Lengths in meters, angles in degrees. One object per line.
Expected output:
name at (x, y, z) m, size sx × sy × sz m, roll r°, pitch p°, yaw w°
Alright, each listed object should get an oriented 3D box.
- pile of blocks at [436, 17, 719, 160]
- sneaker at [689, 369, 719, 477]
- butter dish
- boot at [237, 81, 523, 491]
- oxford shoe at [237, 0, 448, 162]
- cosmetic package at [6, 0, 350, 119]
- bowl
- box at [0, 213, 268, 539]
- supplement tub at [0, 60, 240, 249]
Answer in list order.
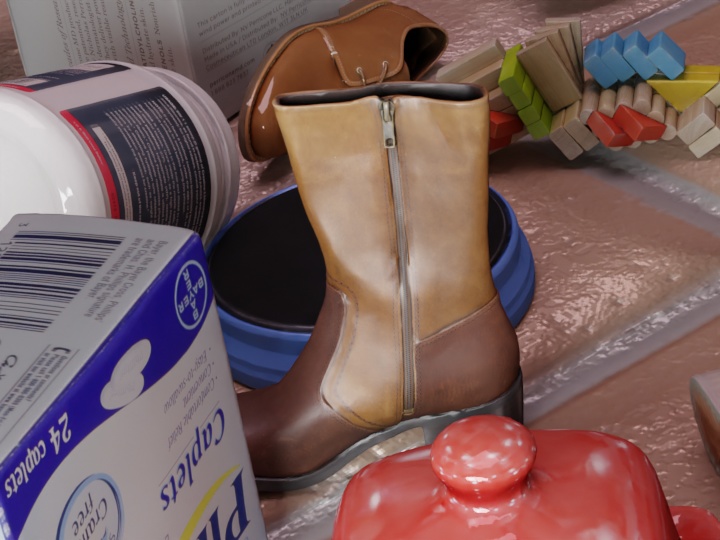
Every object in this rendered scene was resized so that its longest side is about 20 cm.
pile of blocks at (0.143, -0.107, 1.272) m, size 0.198 × 0.083 × 0.062 m, roll -3°, pitch 31°, yaw 13°
sneaker at (0.216, 0.093, 0.927) m, size 0.079 × 0.072 × 0.200 m, roll -18°, pitch 30°, yaw -3°
butter dish at (0.059, 0.127, 0.850) m, size 0.198 × 0.149 × 0.200 m, roll -7°, pitch 32°, yaw 7°
boot at (-0.018, 0.009, 1.017) m, size 0.187 × 0.201 × 0.069 m, roll -5°, pitch 31°, yaw 11°
oxford shoe at (-0.010, -0.129, 1.377) m, size 0.071 × 0.072 × 0.200 m, roll 16°, pitch 39°, yaw 30°
cosmetic package at (-0.137, -0.225, 1.480) m, size 0.199 × 0.167 × 0.167 m, roll 19°, pitch 42°, yaw 39°
bowl at (0.000, 0.000, 1.186) m, size 0.199 × 0.040 × 0.201 m, roll -9°, pitch 30°, yaw 5°
box at (-0.131, 0.109, 0.892) m, size 0.104 × 0.201 × 0.184 m, roll 5°, pitch 34°, yaw 24°
supplement tub at (-0.165, -0.044, 1.171) m, size 0.139 × 0.142 × 0.200 m, roll 3°, pitch 12°, yaw 22°
